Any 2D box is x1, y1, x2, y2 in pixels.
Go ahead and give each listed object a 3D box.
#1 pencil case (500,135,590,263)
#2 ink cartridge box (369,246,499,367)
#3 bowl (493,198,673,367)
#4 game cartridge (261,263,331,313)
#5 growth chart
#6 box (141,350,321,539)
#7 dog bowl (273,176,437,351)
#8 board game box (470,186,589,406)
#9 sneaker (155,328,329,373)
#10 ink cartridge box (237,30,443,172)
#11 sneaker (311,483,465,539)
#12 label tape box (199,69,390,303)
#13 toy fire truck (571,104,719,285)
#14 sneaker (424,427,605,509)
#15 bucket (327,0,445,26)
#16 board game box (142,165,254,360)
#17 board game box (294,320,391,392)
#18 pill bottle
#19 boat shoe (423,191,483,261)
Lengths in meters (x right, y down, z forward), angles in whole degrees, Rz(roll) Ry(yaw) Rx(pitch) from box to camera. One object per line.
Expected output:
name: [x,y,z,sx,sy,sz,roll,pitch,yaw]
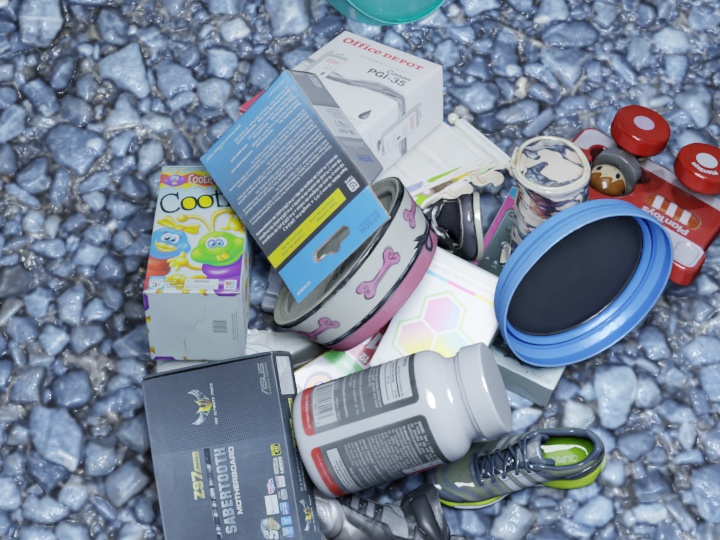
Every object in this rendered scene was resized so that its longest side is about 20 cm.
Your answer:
pencil case: [0.192,-0.057,1.642,0.089,0.200,0.078,0,55,4]
ink cartridge box: [0.076,0.085,1.664,0.104,0.059,0.200,27,84,9]
bowl: [0.226,0.012,1.621,0.200,0.201,0.039,-25,46,-11]
game cartridge: [-0.027,-0.033,1.787,0.133,0.041,0.200,10,66,7]
growth chart: [0.070,-0.121,1.798,0.200,0.018,0.145,-18,49,-22]
box: [-0.134,0.192,1.616,0.158,0.051,0.200,-12,83,23]
dog bowl: [0.000,0.000,1.658,0.074,0.200,0.200,40,68,-16]
board game box: [0.186,0.028,1.748,0.147,0.064,0.200,26,68,9]
sneaker: [-0.128,0.088,1.713,0.200,0.070,0.080,-18,65,-8]
ink cartridge box: [-0.020,-0.176,1.775,0.146,0.083,0.200,24,47,28]
sneaker: [0.014,0.256,1.643,0.200,0.076,0.114,37,56,25]
label tape box: [-0.056,-0.087,1.641,0.144,0.063,0.200,-43,71,24]
toy fire truck: [0.307,-0.080,1.739,0.200,0.112,0.168,32,44,13]
sneaker: [0.165,0.198,1.661,0.200,0.081,0.074,-12,66,-6]
bucket: [0.031,-0.402,1.896,0.207,0.135,0.207,0,66,0]
board game box: [-0.171,-0.010,1.702,0.103,0.105,0.200,1,44,0]
board game box: [-0.027,0.137,1.702,0.200,0.030,0.096,-32,89,-11]
pill bottle: [0.043,0.147,1.577,0.200,0.116,0.116,-18,66,13]
boat shoe: [0.094,-0.042,1.706,0.063,0.200,0.073,-3,86,-5]
